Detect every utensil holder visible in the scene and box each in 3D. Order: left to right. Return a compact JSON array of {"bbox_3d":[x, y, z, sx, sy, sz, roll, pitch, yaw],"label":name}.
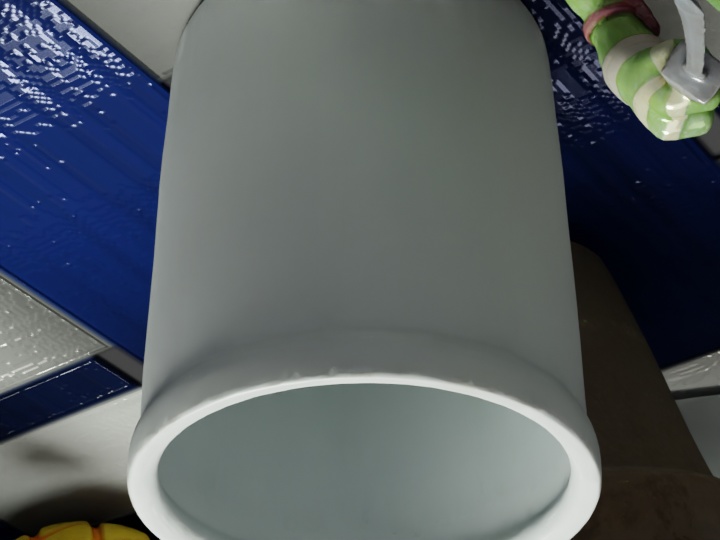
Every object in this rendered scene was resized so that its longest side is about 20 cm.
[{"bbox_3d":[0.000,0.000,0.732,0.169,0.200,0.170,-1,145,-1],"label":"utensil holder"}]

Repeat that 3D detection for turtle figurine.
[{"bbox_3d":[0.139,-0.112,0.614,0.193,0.144,0.200,11,157,-29],"label":"turtle figurine"}]

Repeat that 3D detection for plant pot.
[{"bbox_3d":[0.071,0.083,0.862,0.200,0.175,0.200,-7,155,-3],"label":"plant pot"}]

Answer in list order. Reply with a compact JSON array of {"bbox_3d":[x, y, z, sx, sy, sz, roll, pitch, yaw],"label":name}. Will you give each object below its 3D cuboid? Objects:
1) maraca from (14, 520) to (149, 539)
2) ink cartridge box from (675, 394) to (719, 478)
[{"bbox_3d":[-0.178,0.198,1.102,0.199,0.107,0.137,3,173,20],"label":"maraca"},{"bbox_3d":[0.172,0.140,1.040,0.199,0.085,0.145,-9,144,10],"label":"ink cartridge box"}]
